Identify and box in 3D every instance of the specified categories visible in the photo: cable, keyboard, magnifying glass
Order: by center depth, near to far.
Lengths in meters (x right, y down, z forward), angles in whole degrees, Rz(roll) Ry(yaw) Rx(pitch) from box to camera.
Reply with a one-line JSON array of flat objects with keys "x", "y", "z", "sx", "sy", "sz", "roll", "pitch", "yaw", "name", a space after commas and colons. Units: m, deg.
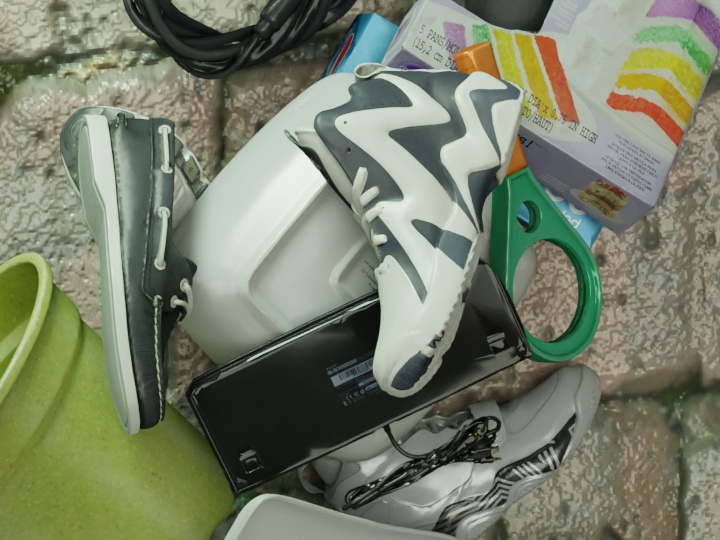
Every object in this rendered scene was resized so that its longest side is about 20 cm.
[{"x": 0.009, "y": 0.079, "z": 1.544, "sx": 0.200, "sy": 0.021, "sz": 0.127, "roll": -25, "pitch": 102, "yaw": 0, "name": "keyboard"}, {"x": 0.097, "y": -0.040, "z": 1.567, "sx": 0.079, "sy": 0.022, "sz": 0.201, "roll": -27, "pitch": 103, "yaw": -36, "name": "magnifying glass"}, {"x": -0.061, "y": -0.206, "z": 1.618, "sx": 0.163, "sy": 0.051, "sz": 0.200, "roll": 4, "pitch": 126, "yaw": -36, "name": "cable"}]

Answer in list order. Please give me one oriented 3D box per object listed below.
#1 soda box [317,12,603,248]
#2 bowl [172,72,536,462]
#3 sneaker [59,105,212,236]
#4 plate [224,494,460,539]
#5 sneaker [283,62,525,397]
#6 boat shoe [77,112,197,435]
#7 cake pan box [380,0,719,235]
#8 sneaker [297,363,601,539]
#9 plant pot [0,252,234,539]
[{"x": 0.071, "y": -0.088, "z": 1.668, "sx": 0.200, "sy": 0.064, "sz": 0.068, "roll": 30, "pitch": 89, "yaw": -11, "name": "soda box"}, {"x": 0.000, "y": 0.000, "z": 1.583, "sx": 0.200, "sy": 0.075, "sz": 0.200, "roll": 44, "pitch": 82, "yaw": -15, "name": "bowl"}, {"x": -0.112, "y": -0.027, "z": 1.629, "sx": 0.200, "sy": 0.085, "sz": 0.075, "roll": 41, "pitch": 82, "yaw": -14, "name": "sneaker"}, {"x": -0.051, "y": 0.226, "z": 1.578, "sx": 0.200, "sy": 0.032, "sz": 0.200, "roll": 19, "pitch": 106, "yaw": -49, "name": "plate"}, {"x": 0.008, "y": -0.033, "z": 1.492, "sx": 0.129, "sy": 0.080, "sz": 0.200, "roll": 17, "pitch": 78, "yaw": 6, "name": "sneaker"}, {"x": -0.125, "y": -0.002, "z": 1.521, "sx": 0.060, "sy": 0.076, "sz": 0.201, "roll": -3, "pitch": 73, "yaw": -14, "name": "boat shoe"}, {"x": 0.125, "y": -0.151, "z": 1.640, "sx": 0.200, "sy": 0.052, "sz": 0.184, "roll": 33, "pitch": 58, "yaw": -9, "name": "cake pan box"}, {"x": 0.056, "y": 0.107, "z": 1.675, "sx": 0.200, "sy": 0.075, "sz": 0.115, "roll": -42, "pitch": 102, "yaw": -1, "name": "sneaker"}, {"x": -0.185, "y": 0.122, "z": 1.593, "sx": 0.184, "sy": 0.200, "sz": 0.201, "roll": 37, "pitch": 88, "yaw": -22, "name": "plant pot"}]
